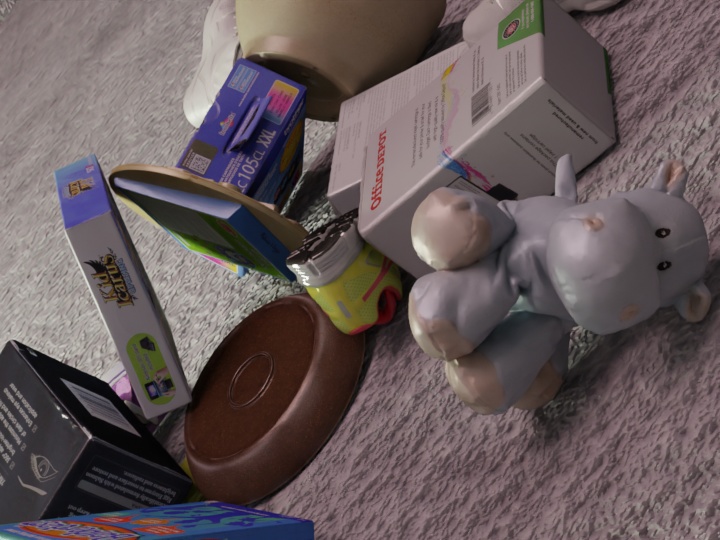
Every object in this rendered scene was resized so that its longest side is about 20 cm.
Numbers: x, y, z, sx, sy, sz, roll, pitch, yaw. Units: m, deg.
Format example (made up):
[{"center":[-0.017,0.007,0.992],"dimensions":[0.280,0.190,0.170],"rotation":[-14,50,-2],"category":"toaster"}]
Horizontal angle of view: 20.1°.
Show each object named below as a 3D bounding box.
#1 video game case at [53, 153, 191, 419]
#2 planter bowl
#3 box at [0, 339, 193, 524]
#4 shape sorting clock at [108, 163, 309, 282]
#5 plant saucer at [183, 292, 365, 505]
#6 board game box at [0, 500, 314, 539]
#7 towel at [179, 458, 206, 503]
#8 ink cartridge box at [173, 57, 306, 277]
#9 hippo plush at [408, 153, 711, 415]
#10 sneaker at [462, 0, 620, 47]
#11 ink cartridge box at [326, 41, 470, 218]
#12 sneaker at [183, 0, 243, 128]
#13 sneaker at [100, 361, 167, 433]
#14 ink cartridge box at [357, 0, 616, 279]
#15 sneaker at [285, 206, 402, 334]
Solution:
[{"center":[-0.207,0.010,1.747],"dimensions":[0.045,0.182,0.200],"rotation":[-22,19,-4],"category":"video game case"},{"center":[-0.034,-0.225,1.903],"dimensions":[0.200,0.200,0.135],"rotation":[-15,48,56],"category":"planter bowl"},{"center":[-0.270,0.198,1.717],"dimensions":[0.200,0.117,0.197],"rotation":[-57,37,5],"category":"box"},{"center":[-0.128,-0.047,1.794],"dimensions":[0.200,0.200,0.039],"rotation":[-2,59,63],"category":"shape sorting clock"},{"center":[-0.079,0.096,1.656],"dimensions":[0.200,0.034,0.201],"rotation":[-33,35,27],"category":"plant saucer"},{"center":[-0.156,0.203,1.463],"dimensions":[0.152,0.200,0.045],"rotation":[0,93,56],"category":"board game box"},{"center":[-0.097,0.123,1.717],"dimensions":[0.200,0.018,0.086],"rotation":[-52,18,0],"category":"towel"},{"center":[-0.111,-0.101,1.888],"dimensions":[0.200,0.076,0.137],"rotation":[92,-156,-65],"category":"ink cartridge box"},{"center":[0.144,0.014,1.293],"dimensions":[0.161,0.160,0.200],"rotation":[-1,10,42],"category":"hippo plush"},{"center":[0.145,-0.249,1.706],"dimensions":[0.200,0.088,0.075],"rotation":[-21,32,48],"category":"sneaker"},{"center":[0.070,-0.131,1.772],"dimensions":[0.200,0.050,0.162],"rotation":[-22,31,20],"category":"ink cartridge box"},{"center":[-0.128,-0.260,2.312],"dimensions":[0.115,0.074,0.200],"rotation":[-25,44,46],"category":"sneaker"},{"center":[-0.222,0.172,1.835],"dimensions":[0.201,0.073,0.114],"rotation":[-50,33,10],"category":"sneaker"},{"center":[0.097,-0.101,1.585],"dimensions":[0.200,0.084,0.145],"rotation":[-40,24,27],"category":"ink cartridge box"},{"center":[0.000,0.000,1.637],"dimensions":[0.078,0.090,0.200],"rotation":[-28,7,23],"category":"sneaker"}]
